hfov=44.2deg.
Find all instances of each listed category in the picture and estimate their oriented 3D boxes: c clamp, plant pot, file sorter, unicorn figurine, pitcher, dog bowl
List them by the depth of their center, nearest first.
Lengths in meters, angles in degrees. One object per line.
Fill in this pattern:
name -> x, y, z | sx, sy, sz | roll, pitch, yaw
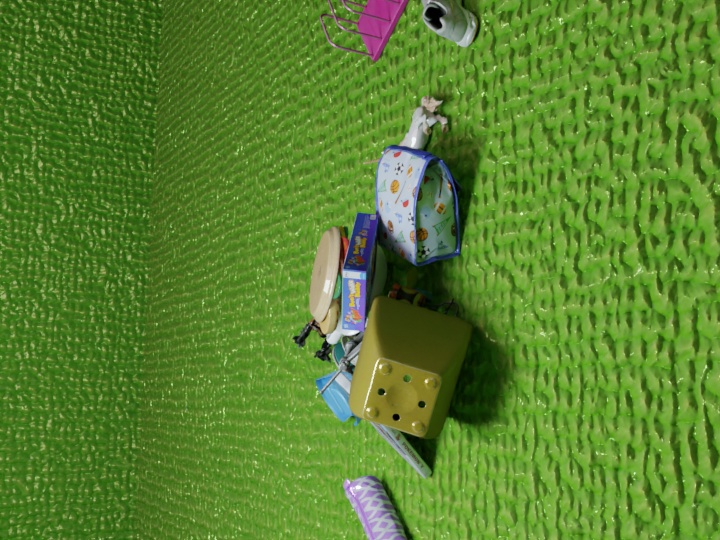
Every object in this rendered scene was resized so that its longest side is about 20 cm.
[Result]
plant pot -> 0.080, 0.185, 1.559 | 0.200, 0.193, 0.197 | -59, -15, -73
c clamp -> -0.009, 0.152, 1.773 | 0.171, 0.027, 0.200 | -45, 2, 15
unicorn figurine -> 0.110, -0.262, 1.803 | 0.201, 0.073, 0.138 | -57, 36, 13
pitcher -> -0.020, 0.046, 1.885 | 0.172, 0.120, 0.202 | -46, 25, 50
dog bowl -> -0.035, 0.270, 1.916 | 0.112, 0.049, 0.200 | 58, 163, -5
file sorter -> 0.008, -0.601, 1.974 | 0.201, 0.124, 0.140 | -58, 38, 38

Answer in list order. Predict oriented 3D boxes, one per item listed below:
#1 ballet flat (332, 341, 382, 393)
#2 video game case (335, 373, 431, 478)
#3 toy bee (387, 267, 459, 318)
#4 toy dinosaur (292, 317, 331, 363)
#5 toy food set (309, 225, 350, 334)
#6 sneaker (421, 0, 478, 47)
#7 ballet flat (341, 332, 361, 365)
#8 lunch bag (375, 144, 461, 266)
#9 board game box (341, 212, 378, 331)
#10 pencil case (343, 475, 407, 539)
ballet flat -> -0.009, 0.226, 1.935 | 0.200, 0.068, 0.070 | 40, 119, 55
video game case -> 0.043, 0.300, 1.733 | 0.023, 0.183, 0.200 | -41, 31, -8
toy bee -> 0.094, 0.052, 1.721 | 0.199, 0.108, 0.133 | -33, 38, 50
toy dinosaur -> -0.080, 0.133, 2.058 | 0.137, 0.101, 0.200 | -61, -12, -16
toy food set -> -0.059, 0.008, 1.768 | 0.201, 0.048, 0.200 | -100, 23, -59
sneaker -> 0.153, -0.513, 1.733 | 0.076, 0.091, 0.201 | -64, 35, 30
ballet flat -> 0.000, 0.166, 1.910 | 0.201, 0.071, 0.073 | 56, 132, 55
lunch bag -> 0.108, -0.133, 1.698 | 0.170, 0.122, 0.203 | 26, 127, 58
board game box -> 0.000, 0.000, 1.692 | 0.201, 0.044, 0.136 | -77, -9, -56
pencil case -> 0.033, 0.507, 1.780 | 0.085, 0.084, 0.201 | -65, 34, 27
